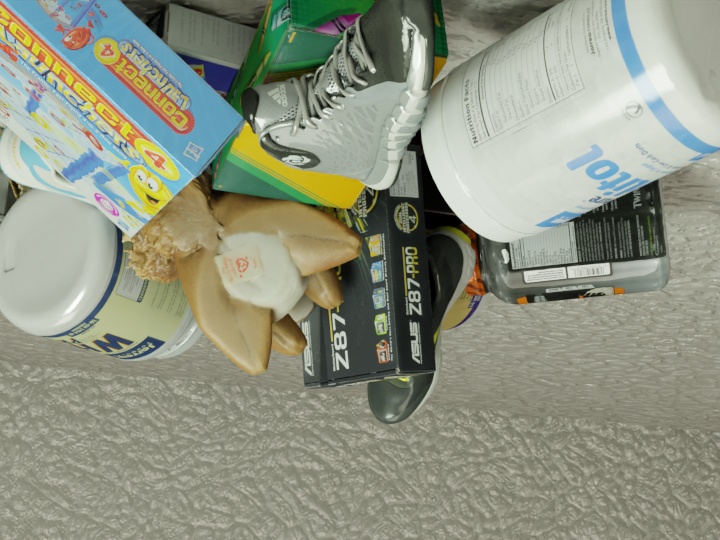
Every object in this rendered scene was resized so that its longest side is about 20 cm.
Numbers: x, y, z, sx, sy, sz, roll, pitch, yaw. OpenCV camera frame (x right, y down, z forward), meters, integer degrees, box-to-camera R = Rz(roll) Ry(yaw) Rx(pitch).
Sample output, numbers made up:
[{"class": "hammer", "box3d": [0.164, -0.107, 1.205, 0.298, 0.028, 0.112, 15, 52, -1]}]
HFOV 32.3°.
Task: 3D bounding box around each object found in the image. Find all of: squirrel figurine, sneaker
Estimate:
[{"class": "squirrel figurine", "box3d": [-0.106, -0.015, 1.081, 0.198, 0.143, 0.187, 33, -179, 0]}, {"class": "sneaker", "box3d": [-0.209, -0.087, 1.085, 0.198, 0.078, 0.080, 5, -179, -39]}, {"class": "sneaker", "box3d": [0.041, 0.054, 1.169, 0.074, 0.203, 0.084, 23, -163, 22]}, {"class": "sneaker", "box3d": [-0.019, -0.116, 0.805, 0.113, 0.076, 0.201, 2, 150, -8]}]

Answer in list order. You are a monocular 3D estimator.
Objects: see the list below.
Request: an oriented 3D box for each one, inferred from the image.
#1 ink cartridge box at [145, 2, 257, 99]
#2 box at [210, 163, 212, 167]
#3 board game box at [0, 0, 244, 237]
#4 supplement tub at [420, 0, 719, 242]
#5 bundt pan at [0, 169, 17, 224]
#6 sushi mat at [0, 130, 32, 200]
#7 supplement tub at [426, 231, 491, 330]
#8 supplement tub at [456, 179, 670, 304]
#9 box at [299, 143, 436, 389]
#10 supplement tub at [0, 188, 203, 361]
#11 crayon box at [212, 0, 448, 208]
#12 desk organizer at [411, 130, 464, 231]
[{"class": "ink cartridge box", "box3d": [-0.107, -0.146, 1.029, 0.197, 0.048, 0.197, 10, 165, -30]}, {"class": "box", "box3d": [-0.118, -0.100, 1.254, 0.197, 0.037, 0.142, -6, 164, 33]}, {"class": "board game box", "box3d": [-0.197, -0.128, 0.876, 0.200, 0.056, 0.195, 43, 157, -10]}, {"class": "supplement tub", "box3d": [0.151, -0.112, 0.821, 0.131, 0.134, 0.199, 14, 151, -39]}, {"class": "bundt pan", "box3d": [-0.399, -0.079, 1.311, 0.198, 0.077, 0.202, 8, 170, 1]}, {"class": "sushi mat", "box3d": [-0.300, -0.082, 1.282, 0.012, 0.096, 0.199, -38, 154, 13]}, {"class": "supplement tub", "box3d": [0.029, -0.004, 1.296, 0.198, 0.148, 0.144, -4, 176, -44]}, {"class": "supplement tub", "box3d": [0.197, -0.033, 1.212, 0.196, 0.125, 0.123, -6, 166, 13]}, {"class": "box", "box3d": [0.000, 0.000, 1.128, 0.048, 0.204, 0.160, 1, 171, -32]}, {"class": "supplement tub", "box3d": [-0.246, 0.007, 1.216, 0.143, 0.148, 0.199, -3, 165, 28]}, {"class": "crayon box", "box3d": [-0.029, -0.128, 0.916, 0.117, 0.059, 0.200, 7, 148, -20]}, {"class": "desk organizer", "box3d": [0.084, -0.096, 1.110, 0.070, 0.078, 0.200, 7, 167, -14]}]
